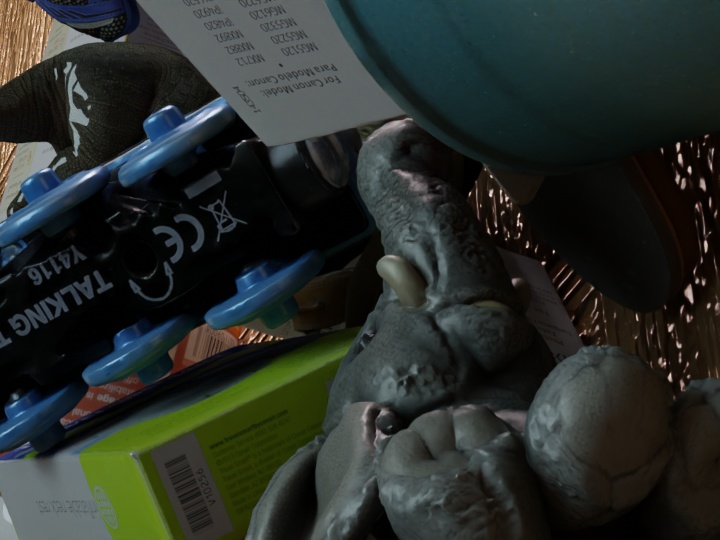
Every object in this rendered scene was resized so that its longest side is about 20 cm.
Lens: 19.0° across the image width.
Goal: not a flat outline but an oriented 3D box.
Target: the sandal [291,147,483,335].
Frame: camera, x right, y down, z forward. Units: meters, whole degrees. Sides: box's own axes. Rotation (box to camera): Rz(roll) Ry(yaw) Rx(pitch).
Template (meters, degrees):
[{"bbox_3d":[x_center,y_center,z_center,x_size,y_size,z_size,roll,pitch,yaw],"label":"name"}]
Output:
[{"bbox_3d":[0.000,0.000,0.864,0.080,0.054,0.200,-56,-10,-37],"label":"sandal"}]

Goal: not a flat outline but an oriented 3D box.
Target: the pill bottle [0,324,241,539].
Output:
[{"bbox_3d":[-0.135,0.095,1.101,0.112,0.112,0.200,-14,59,66],"label":"pill bottle"}]

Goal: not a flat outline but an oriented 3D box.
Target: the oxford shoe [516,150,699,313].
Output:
[{"bbox_3d":[0.071,-0.079,0.746,0.200,0.071,0.071,63,153,19],"label":"oxford shoe"}]

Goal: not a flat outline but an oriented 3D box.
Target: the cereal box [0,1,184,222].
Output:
[{"bbox_3d":[-0.116,-0.080,0.977,0.144,0.039,0.200,-8,66,65],"label":"cereal box"}]

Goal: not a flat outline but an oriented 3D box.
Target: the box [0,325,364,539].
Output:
[{"bbox_3d":[-0.056,0.065,0.796,0.200,0.122,0.048,-13,100,65],"label":"box"}]

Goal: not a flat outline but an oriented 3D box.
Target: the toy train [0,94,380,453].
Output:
[{"bbox_3d":[-0.081,-0.007,0.778,0.200,0.087,0.114,-29,8,23],"label":"toy train"}]

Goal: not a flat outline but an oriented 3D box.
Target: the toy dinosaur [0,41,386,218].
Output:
[{"bbox_3d":[-0.085,-0.051,0.878,0.077,0.200,0.102,68,-143,-78],"label":"toy dinosaur"}]

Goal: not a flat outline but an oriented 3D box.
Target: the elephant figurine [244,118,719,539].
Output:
[{"bbox_3d":[0.034,0.063,0.658,0.155,0.142,0.200,-41,28,-11],"label":"elephant figurine"}]

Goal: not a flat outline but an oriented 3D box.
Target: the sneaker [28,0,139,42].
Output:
[{"bbox_3d":[-0.065,-0.173,0.893,0.200,0.078,0.075,-44,-2,2],"label":"sneaker"}]

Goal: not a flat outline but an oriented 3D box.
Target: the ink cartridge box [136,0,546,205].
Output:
[{"bbox_3d":[0.016,-0.143,0.672,0.084,0.176,0.200,-5,45,48],"label":"ink cartridge box"}]

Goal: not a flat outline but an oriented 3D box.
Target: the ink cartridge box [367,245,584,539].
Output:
[{"bbox_3d":[0.035,0.102,0.763,0.160,0.047,0.200,-63,21,23],"label":"ink cartridge box"}]

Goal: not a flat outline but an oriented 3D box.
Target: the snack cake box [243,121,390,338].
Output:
[{"bbox_3d":[-0.024,-0.069,0.955,0.200,0.115,0.067,-59,24,30],"label":"snack cake box"}]

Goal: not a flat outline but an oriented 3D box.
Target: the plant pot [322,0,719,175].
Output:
[{"bbox_3d":[0.112,-0.132,0.576,0.188,0.200,0.200,-4,68,48],"label":"plant pot"}]
